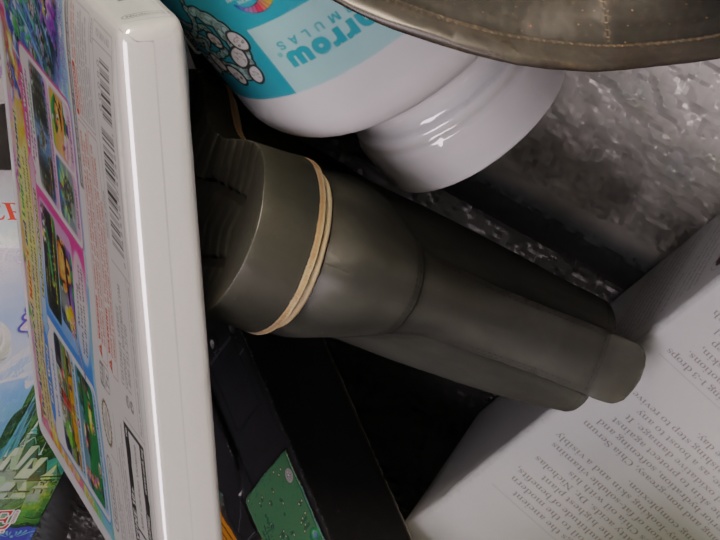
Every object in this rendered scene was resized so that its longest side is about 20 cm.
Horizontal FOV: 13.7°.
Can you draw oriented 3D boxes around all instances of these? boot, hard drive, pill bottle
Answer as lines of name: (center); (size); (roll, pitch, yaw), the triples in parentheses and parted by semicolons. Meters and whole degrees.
boot: (0.000, 0.000, 0.997); (0.138, 0.200, 0.078); (19, 100, -18)
hard drive: (-0.035, 0.102, 1.088); (0.140, 0.038, 0.201); (-53, 53, 47)
pill bottle: (-0.020, -0.118, 0.907); (0.110, 0.111, 0.200); (-16, 125, 40)

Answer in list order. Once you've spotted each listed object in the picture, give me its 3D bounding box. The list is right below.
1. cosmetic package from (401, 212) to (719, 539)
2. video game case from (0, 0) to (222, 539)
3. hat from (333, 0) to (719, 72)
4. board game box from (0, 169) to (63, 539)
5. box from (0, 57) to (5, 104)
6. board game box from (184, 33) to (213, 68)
cosmetic package: (0.114, 0.057, 1.003); (0.101, 0.071, 0.200); (42, 136, -6)
video game case: (-0.082, -0.007, 0.964); (0.182, 0.024, 0.201); (-134, 37, -63)
hat: (0.051, -0.117, 0.831); (0.200, 0.201, 0.081); (30, 154, 8)
board game box: (-0.195, 0.044, 1.106); (0.200, 0.199, 0.041); (-62, 39, 39)
box: (-0.218, -0.068, 1.035); (0.041, 0.199, 0.039); (45, 139, 50)
board game box: (-0.076, -0.156, 0.987); (0.104, 0.023, 0.201); (3, 126, 33)
